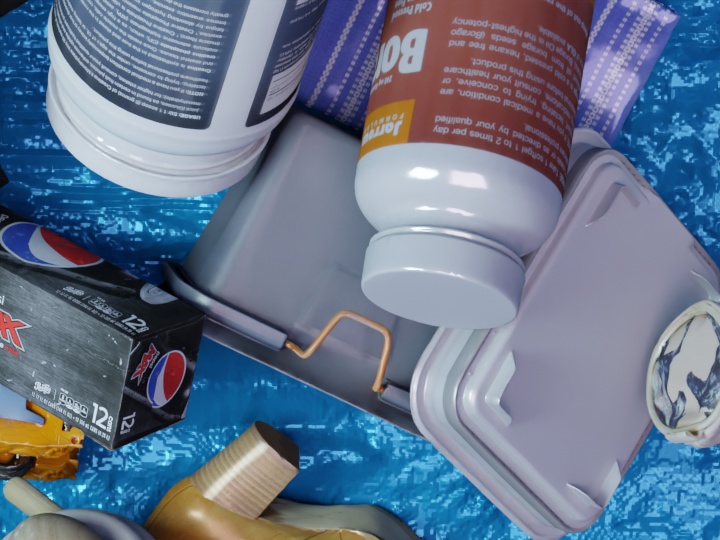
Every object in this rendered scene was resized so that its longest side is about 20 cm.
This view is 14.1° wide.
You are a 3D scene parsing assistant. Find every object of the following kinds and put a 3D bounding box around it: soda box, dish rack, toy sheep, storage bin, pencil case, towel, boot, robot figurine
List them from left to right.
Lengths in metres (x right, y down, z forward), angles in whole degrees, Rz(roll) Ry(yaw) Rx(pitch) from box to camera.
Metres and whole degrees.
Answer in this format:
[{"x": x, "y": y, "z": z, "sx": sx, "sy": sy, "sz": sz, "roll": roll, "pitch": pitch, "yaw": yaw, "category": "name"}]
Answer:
[{"x": -0.254, "y": 0.079, "z": 1.644, "sx": 0.199, "sy": 0.145, "sz": 0.058, "roll": 9, "pitch": 73, "yaw": -6, "category": "robot figurine"}, {"x": -0.182, "y": 0.020, "z": 1.597, "sx": 0.200, "sy": 0.063, "sz": 0.071, "roll": 27, "pitch": 117, "yaw": 29, "category": "soda box"}, {"x": -0.161, "y": 0.200, "z": 1.646, "sx": 0.137, "sy": 0.138, "sz": 0.200, "roll": -13, "pitch": 146, "yaw": 0, "category": "toy sheep"}, {"x": -0.040, "y": 0.196, "z": 1.723, "sx": 0.201, "sy": 0.071, "sz": 0.144, "roll": 40, "pitch": 105, "yaw": -9, "category": "boot"}, {"x": 0.000, "y": 0.000, "z": 1.633, "sx": 0.199, "sy": 0.146, "sz": 0.135, "roll": 25, "pitch": 93, "yaw": -11, "category": "storage bin"}, {"x": 0.064, "y": -0.126, "z": 1.652, "sx": 0.199, "sy": 0.024, "sz": 0.145, "roll": 25, "pitch": 104, "yaw": -11, "category": "towel"}, {"x": 0.126, "y": 0.040, "z": 1.626, "sx": 0.172, "sy": 0.043, "sz": 0.200, "roll": 45, "pitch": 69, "yaw": -39, "category": "dish rack"}, {"x": 0.248, "y": 0.075, "z": 1.651, "sx": 0.199, "sy": 0.078, "sz": 0.090, "roll": 14, "pitch": 64, "yaw": -37, "category": "pencil case"}]

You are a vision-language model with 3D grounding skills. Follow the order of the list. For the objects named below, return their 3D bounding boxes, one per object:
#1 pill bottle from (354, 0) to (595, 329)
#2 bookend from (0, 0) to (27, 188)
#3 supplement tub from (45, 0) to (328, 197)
[{"x": 0.058, "y": -0.077, "z": 1.553, "sx": 0.112, "sy": 0.112, "sz": 0.201, "roll": 13, "pitch": 70, "yaw": -8, "category": "pill bottle"}, {"x": -0.232, "y": -0.122, "z": 1.556, "sx": 0.200, "sy": 0.092, "sz": 0.199, "roll": -31, "pitch": 78, "yaw": 6, "category": "bookend"}, {"x": -0.086, "y": -0.151, "z": 1.526, "sx": 0.140, "sy": 0.141, "sz": 0.200, "roll": 15, "pitch": 133, "yaw": -8, "category": "supplement tub"}]
